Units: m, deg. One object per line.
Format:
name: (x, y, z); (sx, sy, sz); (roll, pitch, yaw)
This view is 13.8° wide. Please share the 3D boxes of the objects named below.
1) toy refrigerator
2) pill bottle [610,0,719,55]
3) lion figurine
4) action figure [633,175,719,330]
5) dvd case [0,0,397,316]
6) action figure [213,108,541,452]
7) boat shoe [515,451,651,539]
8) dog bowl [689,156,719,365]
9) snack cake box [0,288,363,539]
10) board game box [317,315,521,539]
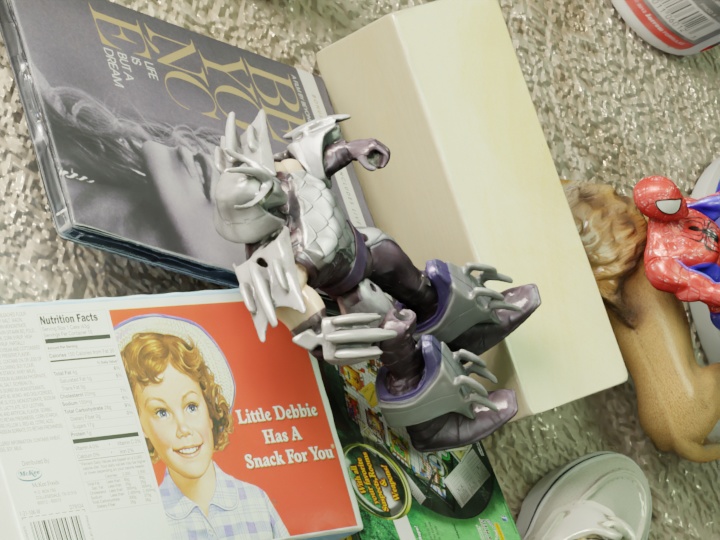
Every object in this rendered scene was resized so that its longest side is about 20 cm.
toy refrigerator: (0.055, -0.027, 1.432); (0.070, 0.076, 0.200); (-17, 87, -33)
pill bottle: (0.234, -0.205, 1.642); (0.116, 0.200, 0.116); (25, 54, -39)
lion figurine: (0.146, 0.031, 1.521); (0.200, 0.072, 0.122); (54, 26, -2)
action figure: (0.214, 0.013, 1.497); (0.200, 0.099, 0.065); (46, 39, -31)
dvd case: (-0.071, -0.054, 1.341); (0.200, 0.016, 0.149); (17, 42, -43)
action figure: (0.000, 0.000, 1.284); (0.200, 0.069, 0.130); (39, 41, -45)
boat shoe: (0.103, 0.147, 1.421); (0.071, 0.070, 0.200); (58, 41, -10)
dog bowl: (0.274, 0.013, 1.671); (0.200, 0.079, 0.200); (25, 54, -39)
snack cake box: (-0.099, 0.073, 1.237); (0.200, 0.067, 0.115); (-3, 71, -49)
board game box: (0.023, 0.103, 1.341); (0.105, 0.023, 0.200); (12, 45, -41)
